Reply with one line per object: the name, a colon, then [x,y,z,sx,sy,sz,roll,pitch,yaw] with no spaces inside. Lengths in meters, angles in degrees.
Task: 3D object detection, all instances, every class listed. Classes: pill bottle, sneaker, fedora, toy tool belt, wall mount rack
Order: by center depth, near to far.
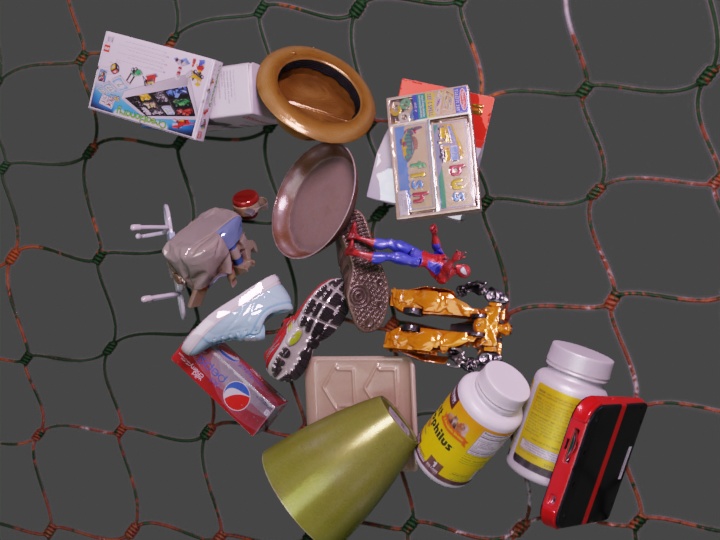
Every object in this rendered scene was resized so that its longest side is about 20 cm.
pill bottle: [0.301,0.214,1.377,0.114,0.114,0.201,20,98,16]
pill bottle: [0.170,0.230,1.393,0.109,0.109,0.200,40,123,12]
fedora: [-0.078,-0.266,1.479,0.201,0.200,0.082,50,145,10]
sneaker: [0.000,0.000,1.491,0.070,0.076,0.201,-8,88,-10]
sneaker: [-0.095,0.087,1.522,0.077,0.085,0.200,40,88,-30]
sneaker: [-0.199,0.092,1.525,0.200,0.074,0.082,-36,83,-9]
toy tool belt: [-0.231,-0.035,1.537,0.125,0.200,0.123,18,135,33]
wall mount rack: [-0.340,-0.011,1.545,0.074,0.174,0.201,-10,89,-14]

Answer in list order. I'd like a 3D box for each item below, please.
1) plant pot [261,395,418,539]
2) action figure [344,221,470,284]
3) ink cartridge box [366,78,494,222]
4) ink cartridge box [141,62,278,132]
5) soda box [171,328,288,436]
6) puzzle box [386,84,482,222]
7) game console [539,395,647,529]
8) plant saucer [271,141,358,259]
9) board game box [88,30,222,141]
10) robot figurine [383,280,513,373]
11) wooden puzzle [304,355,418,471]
plant pot: [-0.016,0.291,1.418,0.200,0.187,0.187,-39,81,4]
action figure: [0.086,-0.038,1.420,0.199,0.065,0.099,18,136,-11]
ink cartridge box: [0.111,-0.192,1.456,0.159,0.047,0.201,15,98,16]
ink cartridge box: [-0.240,-0.278,1.513,0.199,0.145,0.084,-3,91,18]
soda box: [-0.223,0.187,1.570,0.200,0.063,0.070,41,102,13]
puzzle box: [0.114,-0.180,1.426,0.132,0.025,0.201,-7,79,12]
game console: [0.341,0.279,1.345,0.031,0.176,0.201,24,101,41]
plant saucer: [-0.068,-0.109,1.481,0.200,0.032,0.201,-25,54,39]
board game box: [-0.323,-0.289,1.444,0.199,0.035,0.127,18,98,16]
robot figurine: [0.141,0.085,1.444,0.199,0.058,0.146,5,77,18]
wooden puzzle: [0.004,0.232,1.512,0.199,0.046,0.186,-2,91,22]
